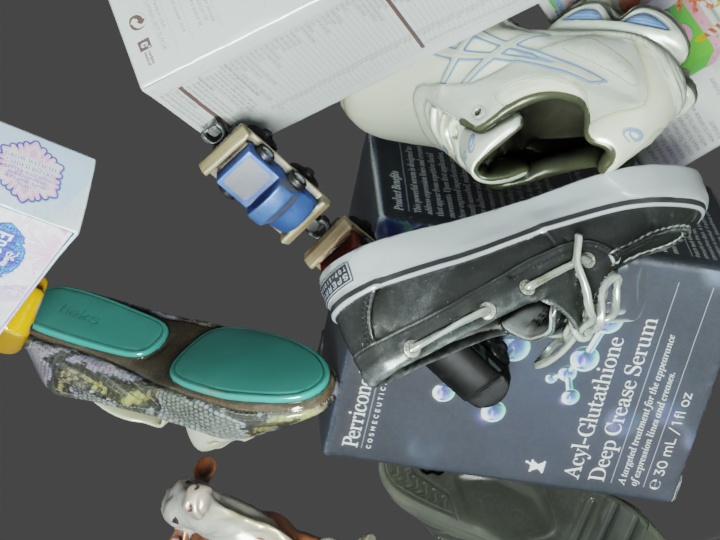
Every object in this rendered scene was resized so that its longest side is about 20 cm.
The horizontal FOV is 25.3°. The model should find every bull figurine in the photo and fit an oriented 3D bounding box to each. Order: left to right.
[{"bbox_3d":[-0.049,0.197,0.973,0.121,0.065,0.200,10,133,29],"label":"bull figurine"}]

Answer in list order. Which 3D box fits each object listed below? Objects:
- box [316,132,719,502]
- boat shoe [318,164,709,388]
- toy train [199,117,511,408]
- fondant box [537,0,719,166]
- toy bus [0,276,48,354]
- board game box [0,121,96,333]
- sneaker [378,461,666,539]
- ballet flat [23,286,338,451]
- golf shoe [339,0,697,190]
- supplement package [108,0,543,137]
[{"bbox_3d":[0.087,0.025,0.870,0.200,0.107,0.149,9,119,-7],"label":"box"},{"bbox_3d":[0.082,0.005,0.733,0.199,0.068,0.074,-14,161,-28],"label":"boat shoe"},{"bbox_3d":[0.000,0.000,0.765,0.200,0.046,0.034,41,111,-20],"label":"toy train"},{"bbox_3d":[0.194,-0.157,0.803,0.200,0.058,0.144,-31,116,13],"label":"fondant box"},{"bbox_3d":[-0.256,-0.025,0.824,0.200,0.078,0.065,22,160,-11],"label":"toy bus"},{"bbox_3d":[-0.242,-0.022,0.691,0.199,0.041,0.200,22,145,-20],"label":"board game box"},{"bbox_3d":[0.109,0.157,0.923,0.199,0.114,0.076,27,81,24],"label":"sneaker"},{"bbox_3d":[-0.096,0.060,0.870,0.200,0.072,0.072,14,123,27],"label":"ballet flat"},{"bbox_3d":[0.058,-0.081,0.777,0.200,0.097,0.078,-1,128,39],"label":"golf shoe"},{"bbox_3d":[-0.010,-0.155,0.739,0.200,0.114,0.110,-25,73,10],"label":"supplement package"}]
